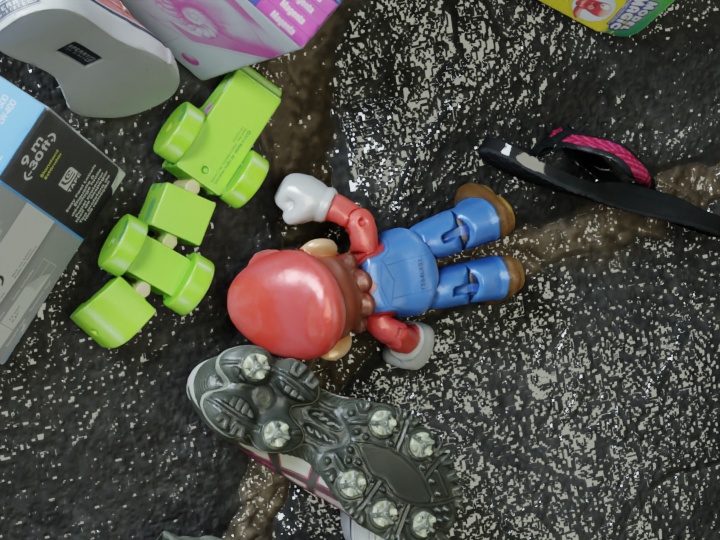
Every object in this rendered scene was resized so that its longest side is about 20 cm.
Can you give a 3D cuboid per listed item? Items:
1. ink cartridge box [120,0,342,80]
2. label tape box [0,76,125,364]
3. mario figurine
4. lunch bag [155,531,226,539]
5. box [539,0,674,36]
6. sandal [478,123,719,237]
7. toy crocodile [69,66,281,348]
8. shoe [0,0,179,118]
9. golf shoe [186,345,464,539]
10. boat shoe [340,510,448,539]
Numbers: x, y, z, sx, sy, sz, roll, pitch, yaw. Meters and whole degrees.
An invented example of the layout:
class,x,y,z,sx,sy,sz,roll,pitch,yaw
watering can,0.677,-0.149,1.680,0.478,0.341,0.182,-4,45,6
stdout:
class,x,y,z,sx,sy,sz,roll,pitch,yaw
ink cartridge box,-0.115,-0.198,1.274,0.196,0.200,0.043,41,70,-19
label tape box,-0.228,-0.038,1.259,0.066,0.200,0.143,31,85,17
mario figurine,0.000,0.000,1.423,0.200,0.106,0.123,-14,66,-28
lunch bag,-0.076,0.267,1.394,0.164,0.118,0.200,15,97,-20
box,0.130,-0.230,1.403,0.200,0.117,0.048,27,50,-20
sandal,0.164,-0.067,1.463,0.200,0.075,0.045,14,95,-29
toy crocodile,-0.114,-0.040,1.375,0.067,0.062,0.200,30,82,-21
shoe,-0.171,-0.159,1.294,0.071,0.200,0.091,-23,72,12
golf shoe,-0.022,0.110,1.405,0.200,0.088,0.077,35,75,-18
boat shoe,0.033,0.214,1.454,0.072,0.066,0.200,-7,99,-18
